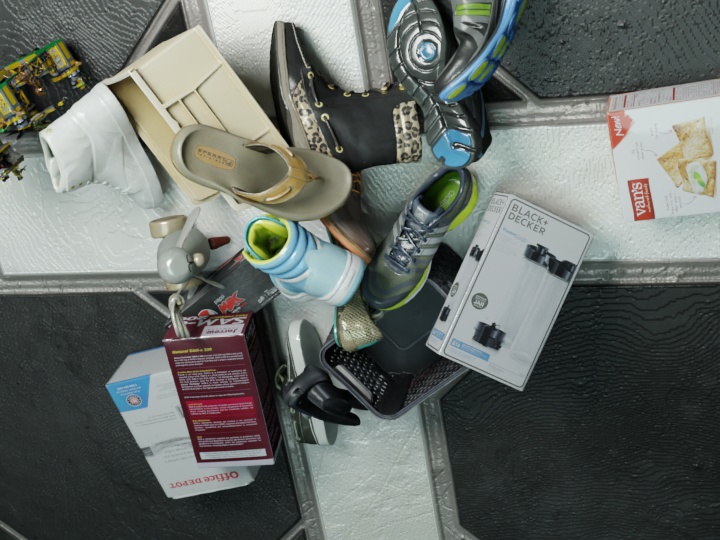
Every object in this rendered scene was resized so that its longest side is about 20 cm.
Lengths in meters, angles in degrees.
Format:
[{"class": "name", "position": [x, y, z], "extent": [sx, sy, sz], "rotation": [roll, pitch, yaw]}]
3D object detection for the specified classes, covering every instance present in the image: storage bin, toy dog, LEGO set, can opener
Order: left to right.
[{"class": "LEGO set", "position": [-0.400, -0.175, 1.369], "extent": [0.153, 0.200, 0.116], "rotation": [-20, 115, 20]}, {"class": "toy dog", "position": [-0.202, -0.017, 1.424], "extent": [0.096, 0.200, 0.132], "rotation": [-16, 120, -8]}, {"class": "storage bin", "position": [-0.182, -0.163, 1.306], "extent": [0.094, 0.200, 0.199], "rotation": [-40, 107, -14]}, {"class": "can opener", "position": [-0.039, 0.172, 1.486], "extent": [0.063, 0.200, 0.079], "rotation": [-41, 65, 4]}, {"class": "storage bin", "position": [0.063, 0.077, 1.442], "extent": [0.135, 0.094, 0.200], "rotation": [44, 122, -12]}]

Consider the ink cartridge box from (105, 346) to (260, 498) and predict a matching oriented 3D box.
[{"class": "ink cartridge box", "position": [-0.238, 0.205, 1.610], "extent": [0.144, 0.084, 0.201], "rotation": [-14, 114, 21]}]

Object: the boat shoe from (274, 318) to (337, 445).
[{"class": "boat shoe", "position": [-0.081, 0.154, 1.543], "extent": [0.063, 0.071, 0.201], "rotation": [-2, 121, 16]}]

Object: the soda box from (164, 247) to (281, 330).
[{"class": "soda box", "position": [-0.161, 0.026, 1.489], "extent": [0.200, 0.071, 0.063], "rotation": [-35, 109, 31]}]

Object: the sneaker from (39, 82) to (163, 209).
[{"class": "sneaker", "position": [-0.317, -0.122, 1.392], "extent": [0.074, 0.115, 0.200], "rotation": [40, 162, 35]}]

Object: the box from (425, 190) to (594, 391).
[{"class": "box", "position": [0.170, 0.022, 1.330], "extent": [0.116, 0.060, 0.201], "rotation": [25, 90, -12]}]

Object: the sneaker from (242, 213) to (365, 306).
[{"class": "sneaker", "position": [-0.087, -0.021, 1.306], "extent": [0.130, 0.080, 0.200], "rotation": [30, 168, -23]}]

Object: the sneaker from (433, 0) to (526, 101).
[{"class": "sneaker", "position": [0.123, -0.270, 1.210], "extent": [0.082, 0.071, 0.200], "rotation": [23, 93, 14]}]

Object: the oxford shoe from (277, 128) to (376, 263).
[{"class": "oxford shoe", "position": [-0.026, -0.102, 1.334], "extent": [0.073, 0.071, 0.201], "rotation": [-33, 72, 11]}]

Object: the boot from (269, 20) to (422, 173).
[{"class": "boot", "position": [-0.020, -0.195, 1.308], "extent": [0.150, 0.201, 0.073], "rotation": [-9, 162, -11]}]

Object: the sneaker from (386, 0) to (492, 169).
[{"class": "sneaker", "position": [0.089, -0.212, 1.282], "extent": [0.073, 0.082, 0.201], "rotation": [-15, 95, 31]}]

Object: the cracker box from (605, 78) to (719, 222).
[{"class": "cracker box", "position": [0.375, -0.133, 1.249], "extent": [0.199, 0.058, 0.135], "rotation": [-6, 117, 20]}]

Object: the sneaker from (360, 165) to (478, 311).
[{"class": "sneaker", "position": [0.062, -0.045, 1.319], "extent": [0.074, 0.081, 0.201], "rotation": [30, 82, 16]}]

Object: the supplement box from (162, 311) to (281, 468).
[{"class": "supplement box", "position": [-0.174, 0.155, 1.486], "extent": [0.108, 0.061, 0.201], "rotation": [-4, 118, 10]}]

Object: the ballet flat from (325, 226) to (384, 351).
[{"class": "ballet flat", "position": [0.000, 0.000, 1.379], "extent": [0.075, 0.201, 0.068], "rotation": [-13, 152, 12]}]

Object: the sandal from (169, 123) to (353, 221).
[{"class": "sandal", "position": [-0.098, -0.104, 1.203], "extent": [0.199, 0.081, 0.054], "rotation": [16, 169, -21]}]
